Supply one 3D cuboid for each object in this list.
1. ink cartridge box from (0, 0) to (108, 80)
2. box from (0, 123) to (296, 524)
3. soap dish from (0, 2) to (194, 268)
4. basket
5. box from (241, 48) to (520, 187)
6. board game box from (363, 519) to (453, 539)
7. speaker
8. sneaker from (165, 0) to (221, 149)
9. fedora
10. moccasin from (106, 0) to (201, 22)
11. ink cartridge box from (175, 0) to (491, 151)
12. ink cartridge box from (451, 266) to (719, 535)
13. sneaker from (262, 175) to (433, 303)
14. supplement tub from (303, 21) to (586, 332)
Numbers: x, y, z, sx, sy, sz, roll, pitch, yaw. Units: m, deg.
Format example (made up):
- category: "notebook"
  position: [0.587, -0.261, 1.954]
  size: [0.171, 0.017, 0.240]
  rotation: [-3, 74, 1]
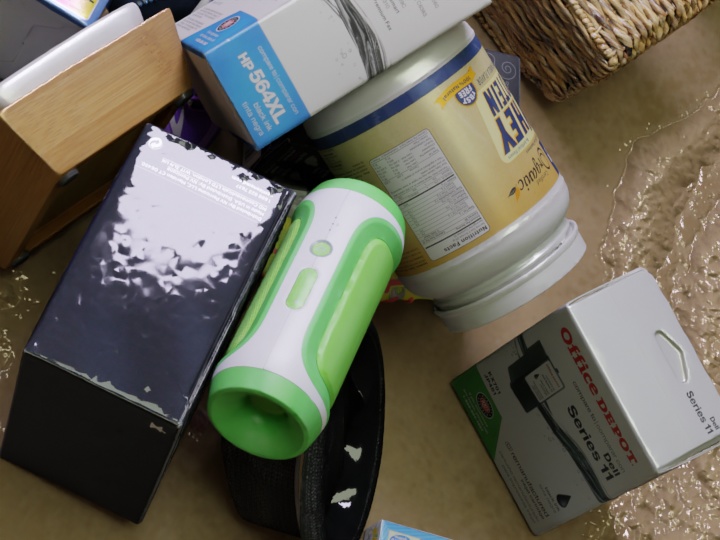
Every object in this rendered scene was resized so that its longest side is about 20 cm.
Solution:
- category: "ink cartridge box"
  position: [-0.214, -0.247, 1.642]
  size: [0.076, 0.136, 0.200]
  rotation: [30, 61, -13]
- category: "box"
  position: [-0.153, 0.040, 1.511]
  size: [0.123, 0.200, 0.198]
  rotation: [25, 61, -2]
- category: "soap dish"
  position: [-0.211, -0.092, 1.543]
  size: [0.157, 0.200, 0.081]
  rotation: [-38, 85, -32]
- category: "basket"
  position: [0.179, -0.262, 1.824]
  size: [0.149, 0.143, 0.200]
  rotation: [-37, 93, -26]
- category: "box"
  position: [0.016, -0.118, 1.715]
  size: [0.200, 0.106, 0.122]
  rotation: [11, 68, -21]
- category: "board game box"
  position: [0.089, 0.280, 1.632]
  size: [0.200, 0.034, 0.135]
  rotation: [19, 63, -17]
- category: "speaker"
  position: [-0.035, 0.030, 1.475]
  size: [0.088, 0.088, 0.200]
  rotation: [33, 51, -10]
- category: "sneaker"
  position: [-0.106, -0.164, 1.642]
  size: [0.081, 0.200, 0.083]
  rotation: [23, 19, -23]
- category: "fedora"
  position: [-0.046, 0.121, 1.587]
  size: [0.092, 0.201, 0.201]
  rotation: [6, 62, 17]
- category: "moccasin"
  position: [-0.101, -0.213, 1.713]
  size: [0.200, 0.080, 0.068]
  rotation: [-15, 73, -28]
- category: "ink cartridge box"
  position: [-0.025, -0.180, 1.534]
  size: [0.200, 0.146, 0.084]
  rotation: [-32, 108, -7]
- category: "ink cartridge box"
  position: [0.173, 0.102, 1.645]
  size: [0.083, 0.200, 0.147]
  rotation: [-24, 81, -30]
- category: "sneaker"
  position: [0.000, 0.000, 1.690]
  size: [0.200, 0.078, 0.090]
  rotation: [23, 92, -24]
- category: "supplement tub"
  position: [0.064, -0.070, 1.584]
  size: [0.144, 0.144, 0.200]
  rotation: [-40, 103, -31]
